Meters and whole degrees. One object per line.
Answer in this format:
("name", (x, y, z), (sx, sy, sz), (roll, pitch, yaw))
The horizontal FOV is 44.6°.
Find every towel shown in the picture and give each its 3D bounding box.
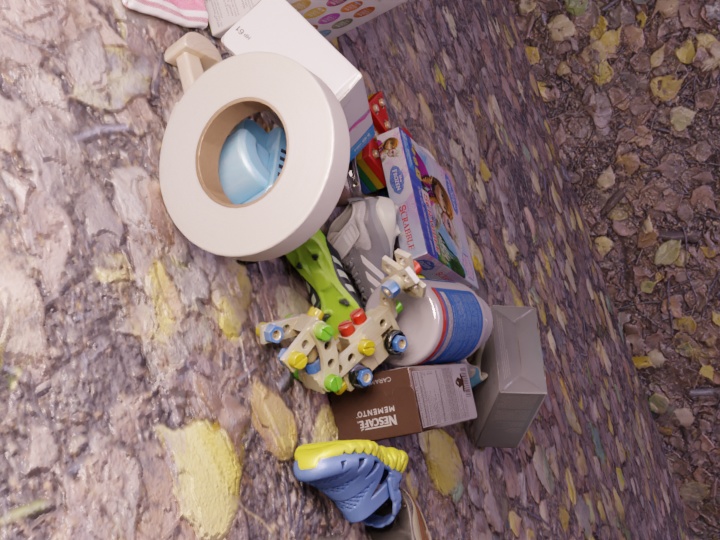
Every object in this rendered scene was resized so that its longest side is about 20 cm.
("towel", (-0.234, -0.370, 0.958), (0.146, 0.030, 0.201), (-16, 89, -65))

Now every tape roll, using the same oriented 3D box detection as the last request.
("tape roll", (-0.106, -0.110, 0.847), (0.037, 0.202, 0.204), (15, 60, -63))

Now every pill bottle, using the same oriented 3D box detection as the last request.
("pill bottle", (0.099, 0.068, 1.154), (0.200, 0.112, 0.113), (6, 68, -57))

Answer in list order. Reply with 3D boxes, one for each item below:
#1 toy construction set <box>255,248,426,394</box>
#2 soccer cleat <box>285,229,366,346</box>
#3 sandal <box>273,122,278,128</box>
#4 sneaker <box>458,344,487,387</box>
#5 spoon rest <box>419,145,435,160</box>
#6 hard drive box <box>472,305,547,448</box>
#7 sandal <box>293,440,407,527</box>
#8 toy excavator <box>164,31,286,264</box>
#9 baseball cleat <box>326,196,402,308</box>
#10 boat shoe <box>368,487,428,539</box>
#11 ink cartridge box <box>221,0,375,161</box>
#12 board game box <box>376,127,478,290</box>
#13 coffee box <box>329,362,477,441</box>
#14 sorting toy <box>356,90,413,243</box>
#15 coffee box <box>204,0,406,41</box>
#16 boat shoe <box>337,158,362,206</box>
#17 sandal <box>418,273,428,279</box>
("toy construction set", (-0.010, 0.063, 0.990), (0.092, 0.199, 0.132), (27, -32, 61))
("soccer cleat", (-0.034, 0.022, 1.081), (0.201, 0.067, 0.081), (65, 19, -13))
("sandal", (-0.075, -0.166, 1.135), (0.082, 0.050, 0.204), (36, 42, -53))
("sneaker", (0.157, 0.100, 1.418), (0.076, 0.080, 0.201), (36, 42, -51))
("spoon rest", (0.114, -0.128, 1.507), (0.099, 0.060, 0.201), (-4, 76, -65))
("hard drive box", (0.234, 0.175, 1.424), (0.200, 0.076, 0.157), (98, -7, -55))
("sandal", (-0.004, 0.235, 0.967), (0.200, 0.079, 0.088), (29, 58, -54))
("toy excavator", (-0.135, -0.138, 0.949), (0.200, 0.100, 0.195), (41, 36, -36))
("baseball cleat", (0.000, 0.000, 1.177), (0.070, 0.106, 0.202), (-147, -123, -69))
("boat shoe", (0.059, 0.359, 1.038), (0.074, 0.075, 0.201), (40, 40, -55))
("ink cartridge box", (-0.064, -0.206, 1.002), (0.145, 0.085, 0.200), (45, -2, 10))
("board game box", (0.101, -0.081, 1.287), (0.199, 0.041, 0.201), (29, 46, -59))
("coffee box", (0.058, 0.167, 1.118), (0.200, 0.114, 0.080), (8, 68, -63))
("sorting toy", (0.026, -0.178, 1.340), (0.200, 0.069, 0.200), (47, 34, -43))
("coffee box", (-0.086, -0.407, 1.097), (0.199, 0.197, 0.201), (-8, 79, -65))
("boat shoe", (-0.030, -0.178, 1.197), (0.072, 0.066, 0.202), (120, -32, -68))
("sandal", (0.076, 0.065, 1.280), (0.200, 0.079, 0.087), (46, 62, -31))
